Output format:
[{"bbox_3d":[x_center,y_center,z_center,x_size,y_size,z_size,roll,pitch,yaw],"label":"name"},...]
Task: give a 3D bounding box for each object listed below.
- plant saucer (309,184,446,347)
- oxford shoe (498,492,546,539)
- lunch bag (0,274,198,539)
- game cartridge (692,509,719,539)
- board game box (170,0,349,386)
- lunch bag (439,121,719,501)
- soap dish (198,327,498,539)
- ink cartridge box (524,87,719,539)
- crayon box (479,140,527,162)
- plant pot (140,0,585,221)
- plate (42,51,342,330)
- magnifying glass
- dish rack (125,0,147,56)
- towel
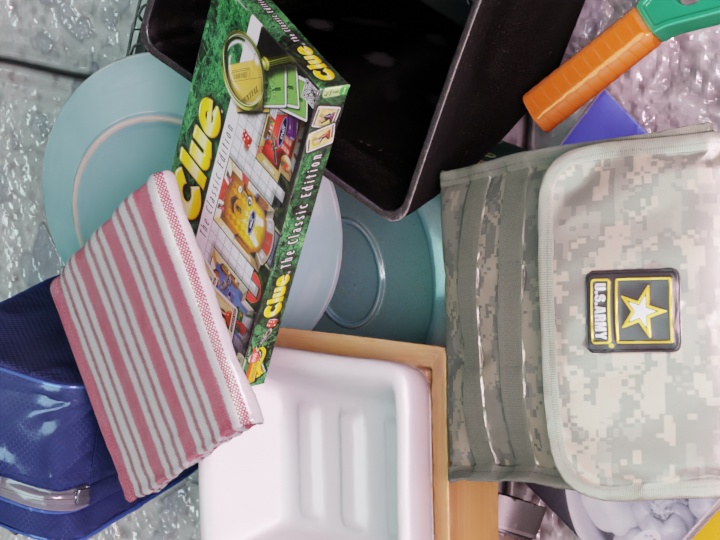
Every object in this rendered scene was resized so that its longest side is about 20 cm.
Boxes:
[{"bbox_3d":[0.000,0.000,1.166,0.199,0.027,0.202,11,104,48],"label":"plant saucer"},{"bbox_3d":[0.037,0.164,1.187,0.200,0.072,0.085,177,108,-71],"label":"oxford shoe"},{"bbox_3d":[-0.192,0.098,1.314,0.135,0.200,0.133,18,115,28],"label":"lunch bag"},{"bbox_3d":[0.222,0.108,1.105,0.200,0.032,0.177,-40,77,40],"label":"game cartridge"},{"bbox_3d":[-0.063,-0.045,1.056,0.105,0.023,0.201,51,138,37],"label":"board game box"},{"bbox_3d":[0.125,0.023,0.945,0.200,0.117,0.165,-8,83,62],"label":"lunch bag"},{"bbox_3d":[-0.006,0.111,1.106,0.199,0.081,0.159,4,98,49],"label":"soap dish"},{"bbox_3d":[0.141,0.040,1.088,0.200,0.043,0.199,45,123,15],"label":"ink cartridge box"},{"bbox_3d":[0.026,0.006,1.215,0.125,0.051,0.201,24,115,31],"label":"crayon box"},{"bbox_3d":[0.029,-0.177,1.082,0.199,0.177,0.201,35,124,25],"label":"plant pot"},{"bbox_3d":[-0.106,-0.029,1.176,0.199,0.026,0.202,10,115,21],"label":"plate"},{"bbox_3d":[0.168,-0.141,1.047,0.200,0.022,0.080,-37,61,19],"label":"magnifying glass"},{"bbox_3d":[-0.116,-0.096,1.262,0.200,0.054,0.154,49,132,45],"label":"dish rack"},{"bbox_3d":[-0.115,0.041,1.125,0.200,0.030,0.147,-36,73,59],"label":"towel"}]
